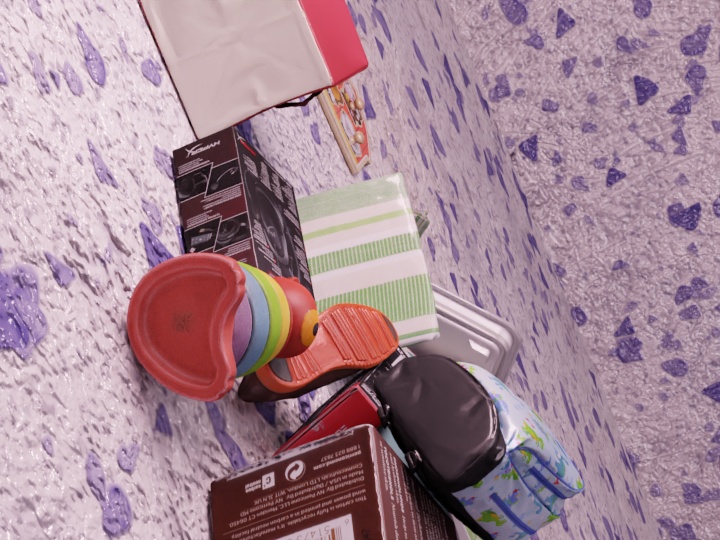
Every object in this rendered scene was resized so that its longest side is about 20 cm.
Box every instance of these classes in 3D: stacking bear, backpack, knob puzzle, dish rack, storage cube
[{"bbox_3d":[-0.106,0.044,1.319,0.200,0.113,0.122,1,97,-63],"label":"stacking bear"},{"bbox_3d":[0.119,0.175,1.378,0.163,0.153,0.201,51,-12,50],"label":"backpack"},{"bbox_3d":[-0.018,-0.251,2.197,0.220,0.030,0.221,-21,90,-75],"label":"knob puzzle"},{"bbox_3d":[0.092,0.089,1.839,0.044,0.199,0.172,-55,168,-33],"label":"dish rack"},{"bbox_3d":[-0.115,-0.265,1.627,0.180,0.170,0.201,-51,120,-71],"label":"storage cube"}]

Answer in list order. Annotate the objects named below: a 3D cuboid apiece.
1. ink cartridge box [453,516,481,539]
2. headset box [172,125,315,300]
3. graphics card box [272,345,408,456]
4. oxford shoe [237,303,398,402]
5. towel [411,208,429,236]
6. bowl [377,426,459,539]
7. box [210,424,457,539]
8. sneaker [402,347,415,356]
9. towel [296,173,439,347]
[{"bbox_3d":[0.087,0.321,1.700,0.059,0.103,0.201,-49,117,-72],"label":"ink cartridge box"},{"bbox_3d":[-0.113,-0.020,1.499,0.149,0.077,0.201,43,31,-58],"label":"headset box"},{"bbox_3d":[-0.012,0.149,1.532,0.051,0.125,0.200,48,15,0],"label":"graphics card box"},{"bbox_3d":[-0.043,0.085,1.487,0.199,0.073,0.071,-13,70,-45],"label":"oxford shoe"},{"bbox_3d":[0.024,-0.020,1.856,0.023,0.153,0.200,35,5,13],"label":"towel"},{"bbox_3d":[0.025,0.256,1.503,0.201,0.104,0.202,160,-90,-81],"label":"bowl"},{"bbox_3d":[-0.014,0.272,1.301,0.200,0.165,0.165,53,21,-46],"label":"box"},{"bbox_3d":[0.061,0.139,1.789,0.199,0.071,0.093,34,24,6],"label":"sneaker"},{"bbox_3d":[0.000,0.000,1.718,0.023,0.152,0.201,98,-23,-77],"label":"towel"}]
